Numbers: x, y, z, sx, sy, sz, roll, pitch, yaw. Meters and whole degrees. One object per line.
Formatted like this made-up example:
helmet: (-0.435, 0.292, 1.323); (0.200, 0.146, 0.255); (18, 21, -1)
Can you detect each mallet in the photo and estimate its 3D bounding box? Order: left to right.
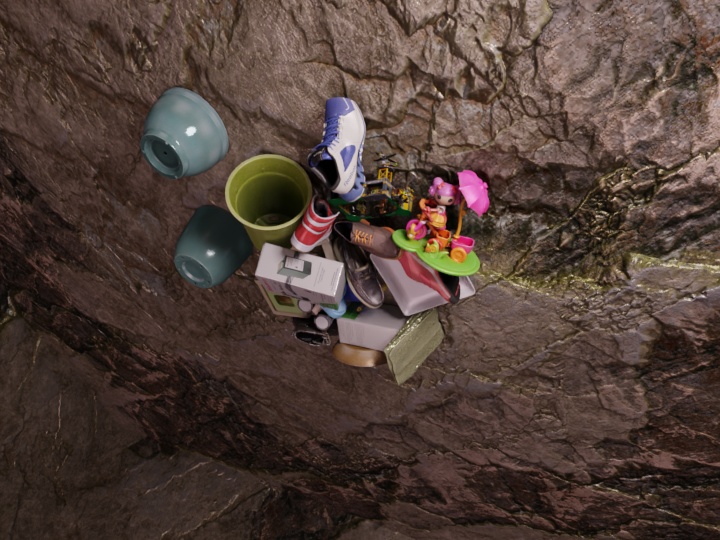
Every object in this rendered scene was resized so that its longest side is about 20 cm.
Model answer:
mallet: (0.042, 0.048, 1.381); (0.066, 0.042, 0.198); (44, 126, -18)

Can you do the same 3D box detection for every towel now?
towel: (0.143, 0.191, 1.383); (0.036, 0.200, 0.150); (25, 149, 42)

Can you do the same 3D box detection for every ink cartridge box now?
ink cartridge box: (-0.140, 0.017, 1.273); (0.195, 0.086, 0.146); (15, 164, 6)

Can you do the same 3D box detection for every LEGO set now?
LEGO set: (0.023, -0.190, 1.143); (0.196, 0.119, 0.152); (-6, 160, 40)

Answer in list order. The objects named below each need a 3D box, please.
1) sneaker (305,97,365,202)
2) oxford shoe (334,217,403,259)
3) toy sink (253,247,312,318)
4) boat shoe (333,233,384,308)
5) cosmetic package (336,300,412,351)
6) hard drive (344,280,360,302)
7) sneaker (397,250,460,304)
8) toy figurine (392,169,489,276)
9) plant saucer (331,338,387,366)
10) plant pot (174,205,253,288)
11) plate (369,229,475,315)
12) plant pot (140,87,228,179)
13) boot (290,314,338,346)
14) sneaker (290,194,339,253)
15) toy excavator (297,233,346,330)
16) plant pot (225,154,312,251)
sneaker: (-0.048, -0.241, 1.031); (0.079, 0.114, 0.206); (-7, 86, 33)
oxford shoe: (0.017, -0.070, 1.212); (0.198, 0.072, 0.073); (25, 112, 43)
toy sink: (-0.208, 0.025, 1.480); (0.127, 0.113, 0.203); (5, 135, 26)
boat shoe: (0.000, 0.000, 1.314); (0.204, 0.071, 0.065); (62, 159, 1)
cosmetic package: (0.046, 0.153, 1.456); (0.195, 0.108, 0.087); (6, 121, 24)
hard drive: (-0.041, 0.031, 1.453); (0.195, 0.026, 0.134); (6, 135, 27)
sneaker: (0.151, 0.000, 1.216); (0.201, 0.074, 0.086); (48, 134, -10)
toy figurine: (0.178, -0.117, 1.079); (0.195, 0.151, 0.188); (20, 121, 8)
plant saucer: (0.015, 0.211, 1.503); (0.195, 0.199, 0.037); (8, 108, 24)
plant pot: (-0.428, -0.051, 1.496); (0.196, 0.163, 0.204); (17, 140, 15)
plate: (0.149, 0.001, 1.269); (0.196, 0.033, 0.202); (-20, 117, 28)
plant pot: (-0.431, -0.303, 1.252); (0.195, 0.136, 0.203); (17, 139, 15)
boot: (-0.111, 0.176, 1.508); (0.195, 0.174, 0.071); (10, 101, -18)
sneaker: (-0.086, -0.125, 1.204); (0.070, 0.201, 0.113); (34, 120, -3)
toy excavator: (-0.088, 0.021, 1.393); (0.194, 0.100, 0.200); (44, 119, -3)
plant pot: (-0.213, -0.137, 1.277); (0.196, 0.203, 0.191); (23, 154, 7)
